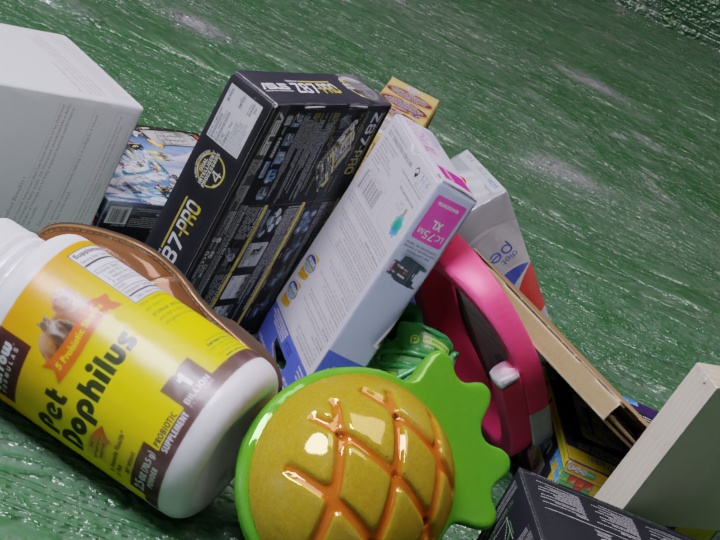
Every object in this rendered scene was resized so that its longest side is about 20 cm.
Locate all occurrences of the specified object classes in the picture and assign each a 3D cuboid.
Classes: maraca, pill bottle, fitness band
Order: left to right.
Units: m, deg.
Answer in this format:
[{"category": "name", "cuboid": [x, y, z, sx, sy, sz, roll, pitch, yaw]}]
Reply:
[{"category": "pill bottle", "cuboid": [-0.155, 0.053, 1.238, 0.199, 0.110, 0.109, 32, 20, 14]}, {"category": "maraca", "cuboid": [0.009, 0.122, 1.244, 0.199, 0.138, 0.107, -17, 4, -35]}, {"category": "fitness band", "cuboid": [0.083, 0.054, 1.489, 0.144, 0.037, 0.201, 53, -13, 33]}]

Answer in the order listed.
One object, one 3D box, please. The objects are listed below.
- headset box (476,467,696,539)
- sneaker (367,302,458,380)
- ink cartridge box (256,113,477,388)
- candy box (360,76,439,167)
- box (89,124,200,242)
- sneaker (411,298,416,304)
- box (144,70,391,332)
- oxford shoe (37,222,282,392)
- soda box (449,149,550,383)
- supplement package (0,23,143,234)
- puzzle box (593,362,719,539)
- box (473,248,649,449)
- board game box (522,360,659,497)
[{"category": "headset box", "cuboid": [0.164, 0.232, 1.237, 0.173, 0.093, 0.200, 22, 20, -16]}, {"category": "sneaker", "cuboid": [0.029, 0.081, 1.456, 0.074, 0.084, 0.200, 20, 21, -21]}, {"category": "ink cartridge box", "cuboid": [0.000, 0.000, 1.453, 0.042, 0.201, 0.120, 28, 16, -26]}, {"category": "candy box", "cuboid": [0.012, -0.092, 1.822, 0.056, 0.117, 0.200, 27, 20, 0]}, {"category": "box", "cuboid": [-0.170, -0.069, 1.638, 0.199, 0.040, 0.137, 5, 31, -48]}, {"category": "sneaker", "cuboid": [0.066, 0.012, 1.672, 0.199, 0.090, 0.079, 7, 27, -46]}, {"category": "box", "cuboid": [-0.074, -0.044, 1.457, 0.049, 0.201, 0.161, 38, 22, 25]}, {"category": "oxford shoe", "cuboid": [-0.146, 0.035, 1.365, 0.199, 0.072, 0.071, 33, 25, 12]}, {"category": "soda box", "cuboid": [0.097, 0.010, 1.585, 0.068, 0.063, 0.201, 51, -13, 49]}, {"category": "supplement package", "cuboid": [-0.278, -0.106, 1.468, 0.199, 0.118, 0.117, 6, 29, -48]}, {"category": "puzzle box", "cuboid": [0.212, 0.147, 1.358, 0.132, 0.201, 0.025, 10, 34, -42]}, {"category": "box", "cuboid": [0.163, 0.079, 1.482, 0.163, 0.021, 0.200, 42, 4, -44]}, {"category": "board game box", "cuboid": [0.220, 0.162, 1.551, 0.199, 0.057, 0.166, 24, 21, -11]}]
